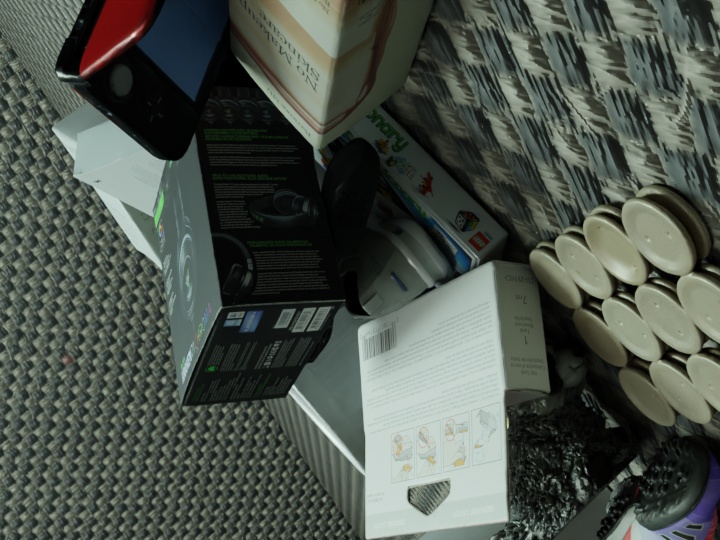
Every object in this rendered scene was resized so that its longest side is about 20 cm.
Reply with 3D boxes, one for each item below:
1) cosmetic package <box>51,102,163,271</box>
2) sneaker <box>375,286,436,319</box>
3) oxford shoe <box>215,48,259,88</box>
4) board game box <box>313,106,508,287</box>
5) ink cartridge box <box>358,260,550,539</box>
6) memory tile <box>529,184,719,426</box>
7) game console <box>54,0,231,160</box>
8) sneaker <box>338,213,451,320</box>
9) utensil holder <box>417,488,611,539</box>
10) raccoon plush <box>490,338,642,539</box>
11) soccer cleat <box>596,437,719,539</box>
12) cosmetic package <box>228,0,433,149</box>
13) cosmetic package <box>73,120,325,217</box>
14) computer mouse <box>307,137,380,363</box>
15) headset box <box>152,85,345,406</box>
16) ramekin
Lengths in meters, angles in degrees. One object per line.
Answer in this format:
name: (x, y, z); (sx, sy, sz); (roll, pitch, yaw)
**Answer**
cosmetic package: (-0.250, -0.134, 1.253); (0.167, 0.166, 0.201); (28, 152, 59)
sneaker: (0.066, 0.043, 0.898); (0.078, 0.066, 0.200); (32, -170, -42)
oxford shoe: (-0.101, -0.179, 0.833); (0.073, 0.084, 0.200); (54, 168, -18)
board game box: (0.033, -0.063, 0.796); (0.200, 0.035, 0.126); (47, 166, 17)
ink cartridge box: (0.064, 0.105, 0.748); (0.200, 0.044, 0.178); (-31, 57, 57)
memory tile: (0.178, 0.029, 0.599); (0.154, 0.017, 0.200); (52, 167, 1)
game console: (-0.086, -0.183, 0.593); (0.118, 0.201, 0.172); (11, 163, 29)
sneaker: (0.000, 0.000, 0.815); (0.075, 0.082, 0.200); (52, 168, -6)
utensil holder: (0.148, 0.284, 0.953); (0.170, 0.200, 0.170); (46, 166, 16)
raccoon plush: (0.116, 0.144, 0.774); (0.134, 0.200, 0.097); (45, -168, 19)
soccer cleat: (0.233, 0.176, 0.724); (0.073, 0.069, 0.200); (24, 157, 8)
cosmetic package: (-0.019, -0.166, 0.589); (0.103, 0.087, 0.200); (48, 166, 8)
cosmetic package: (-0.141, -0.089, 0.930); (0.200, 0.150, 0.052); (30, -130, -52)
computer mouse: (-0.029, -0.010, 0.762); (0.059, 0.034, 0.201); (-118, 39, -55)
headset box: (-0.096, -0.022, 0.777); (0.174, 0.092, 0.201); (123, 140, -55)
ramekin: (-0.023, 0.093, 0.959); (0.201, 0.098, 0.201); (47, 170, 11)
